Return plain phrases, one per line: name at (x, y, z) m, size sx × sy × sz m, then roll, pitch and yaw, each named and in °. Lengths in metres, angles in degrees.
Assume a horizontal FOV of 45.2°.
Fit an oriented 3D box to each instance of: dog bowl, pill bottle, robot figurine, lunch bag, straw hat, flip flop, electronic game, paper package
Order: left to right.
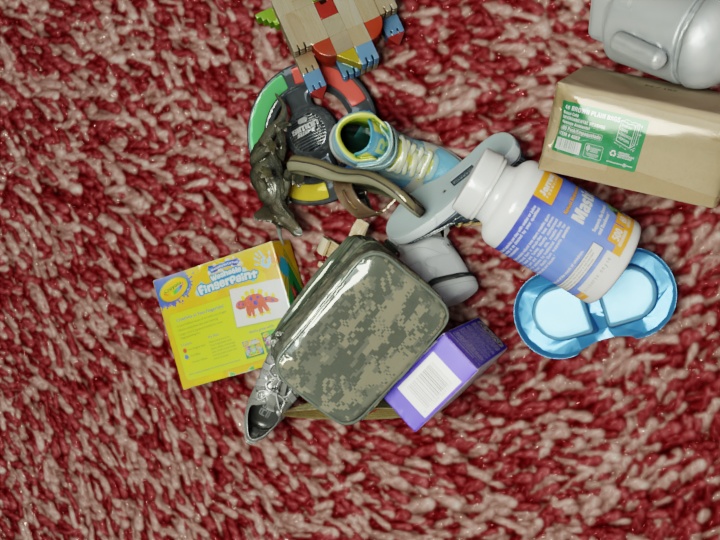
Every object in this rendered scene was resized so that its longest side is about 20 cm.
electronic game at (-0.068, -0.191, 1.210) m, size 0.199 × 0.042 × 0.201 m, roll 1°, pitch 93°, yaw 20°
lunch bag at (-0.012, 0.060, 1.023) m, size 0.139 × 0.168 × 0.200 m, roll 38°, pitch 96°, yaw -14°
flip flop at (-0.009, -0.097, 1.084) m, size 0.199 × 0.081 × 0.058 m, roll 19°, pitch 88°, yaw 22°
straw hat at (-0.003, 0.149, 1.143) m, size 0.200 × 0.201 × 0.086 m, roll -5°, pitch 76°, yaw 20°
pill bottle at (0.211, -0.058, 1.006) m, size 0.199 × 0.112 × 0.112 m, roll 31°, pitch 103°, yaw 0°
dog bowl at (0.295, 0.040, 1.089) m, size 0.199 × 0.050 × 0.112 m, roll -19°, pitch 86°, yaw 20°
paper package at (0.325, -0.158, 0.987) m, size 0.199 × 0.191 × 0.104 m, roll 17°, pitch 113°, yaw 19°
robot figurine at (0.361, -0.279, 0.996) m, size 0.200 × 0.169 × 0.113 m, roll 33°, pitch 148°, yaw 36°

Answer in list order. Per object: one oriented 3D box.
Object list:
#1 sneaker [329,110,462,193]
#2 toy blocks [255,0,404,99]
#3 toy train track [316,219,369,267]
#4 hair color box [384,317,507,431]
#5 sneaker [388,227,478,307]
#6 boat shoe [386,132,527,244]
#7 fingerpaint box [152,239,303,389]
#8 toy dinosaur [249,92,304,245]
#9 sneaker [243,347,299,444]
sneaker at (0.051, -0.143, 1.107) m, size 0.199 × 0.131 × 0.080 m, roll 18°, pitch 92°, yaw 1°
toy blocks at (-0.022, -0.319, 1.153) m, size 0.199 × 0.100 × 0.137 m, roll -24°, pitch 88°, yaw -3°
toy train track at (0.000, 0.000, 1.142) m, size 0.200 × 0.032 × 0.115 m, roll 32°, pitch 105°, yaw 43°
hair color box at (0.110, 0.124, 1.079) m, size 0.109 × 0.200 × 0.065 m, roll -47°, pitch 76°, yaw 15°
sneaker at (0.054, 0.014, 1.164) m, size 0.199 × 0.075 × 0.115 m, roll -26°, pitch 74°, yaw 26°
boat shoe at (0.134, -0.081, 1.103) m, size 0.200 × 0.091 × 0.071 m, roll -36°, pitch 39°, yaw 9°
fingerpaint box at (-0.178, 0.063, 1.247) m, size 0.199 × 0.073 × 0.168 m, roll -18°, pitch 88°, yaw 18°
toy dinosaur at (-0.125, -0.141, 1.177) m, size 0.102 × 0.077 × 0.201 m, roll -31°, pitch 71°, yaw 58°
sneaker at (-0.103, 0.154, 1.157) m, size 0.074 × 0.082 × 0.201 m, roll 22°, pitch 121°, yaw -3°
